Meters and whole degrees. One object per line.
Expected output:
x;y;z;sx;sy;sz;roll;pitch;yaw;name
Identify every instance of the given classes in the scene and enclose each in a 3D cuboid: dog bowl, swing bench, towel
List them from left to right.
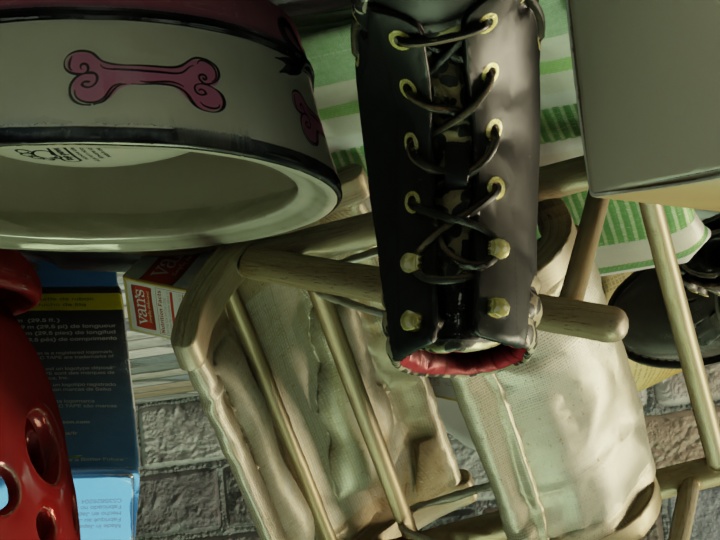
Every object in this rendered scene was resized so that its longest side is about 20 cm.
-0.107;-0.061;0.938;0.200;0.074;0.200;-1;170;0;dog bowl
0.048;0.063;1.042;0.200;0.199;0.130;-4;-142;21;swing bench
0.054;-0.055;1.038;0.152;0.023;0.200;-9;142;26;towel

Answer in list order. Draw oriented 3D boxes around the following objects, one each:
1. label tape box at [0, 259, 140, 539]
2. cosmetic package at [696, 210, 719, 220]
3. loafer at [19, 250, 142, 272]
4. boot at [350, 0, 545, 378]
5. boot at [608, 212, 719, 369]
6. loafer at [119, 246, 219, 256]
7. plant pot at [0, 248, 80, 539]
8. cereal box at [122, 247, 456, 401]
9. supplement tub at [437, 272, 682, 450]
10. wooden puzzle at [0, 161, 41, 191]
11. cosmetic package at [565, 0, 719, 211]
-0.194;0.066;1.257;0.144;0.063;0.200;-1;-144;-9;label tape box
0.157;-0.068;1.171;0.200;0.081;0.113;-2;173;-41;cosmetic package
-0.187;-0.037;1.270;0.200;0.063;0.072;3;-166;11;loafer
0.034;-0.050;0.844;0.073;0.154;0.204;-4;167;2;boot
0.188;-0.002;1.183;0.200;0.069;0.174;-17;168;26;boot
-0.126;-0.042;1.163;0.200;0.076;0.067;-6;180;1;loafer
-0.224;0.076;1.058;0.200;0.183;0.200;-1;170;0;plant pot
0.000;0.000;1.206;0.200;0.040;0.144;11;-145;25;cereal box
0.128;0.006;1.367;0.200;0.145;0.144;-23;-178;-28;supplement tub
-0.266;-0.036;1.047;0.200;0.037;0.185;6;168;-39;wooden puzzle
0.168;-0.078;0.987;0.071;0.105;0.200;-10;171;35;cosmetic package
